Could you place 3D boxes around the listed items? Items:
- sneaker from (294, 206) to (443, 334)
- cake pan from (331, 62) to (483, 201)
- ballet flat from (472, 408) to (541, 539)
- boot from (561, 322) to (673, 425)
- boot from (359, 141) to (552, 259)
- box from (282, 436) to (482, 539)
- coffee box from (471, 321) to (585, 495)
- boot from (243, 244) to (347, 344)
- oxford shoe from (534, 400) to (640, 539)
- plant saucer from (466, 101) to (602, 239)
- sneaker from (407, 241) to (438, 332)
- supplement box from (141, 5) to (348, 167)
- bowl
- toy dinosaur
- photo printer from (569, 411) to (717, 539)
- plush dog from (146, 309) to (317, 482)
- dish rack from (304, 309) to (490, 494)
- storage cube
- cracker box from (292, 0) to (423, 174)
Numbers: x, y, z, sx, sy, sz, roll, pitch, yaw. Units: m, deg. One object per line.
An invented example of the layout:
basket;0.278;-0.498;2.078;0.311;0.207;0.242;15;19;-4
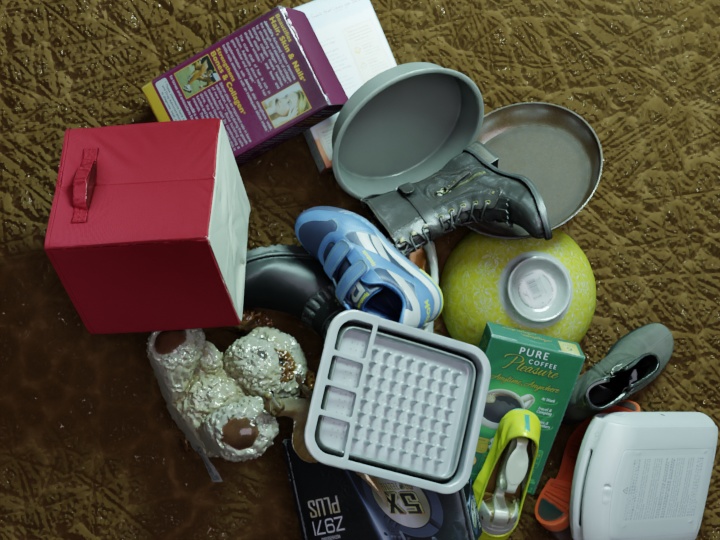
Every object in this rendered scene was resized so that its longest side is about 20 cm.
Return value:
sneaker;0.000;0.000;1.644;0.200;0.074;0.082;36;39;12
cake pan;0.051;-0.168;1.709;0.200;0.200;0.037;-23;51;-11
ballet flat;0.170;0.259;1.705;0.067;0.067;0.200;11;113;-9
boot;0.333;0.123;1.747;0.200;0.131;0.068;-33;88;-23
boot;0.112;-0.060;1.687;0.174;0.200;0.069;-30;133;-13
box;0.026;0.255;1.684;0.200;0.086;0.164;-12;87;11
coffee box;0.181;0.167;1.727;0.123;0.044;0.200;12;112;-8
boot;-0.059;0.050;1.680;0.211;0.079;0.158;-4;53;-18
oxford shoe;0.290;0.250;1.781;0.200;0.071;0.073;-51;128;-17
plant saucer;0.200;-0.118;1.764;0.200;0.032;0.200;-8;58;14
sneaker;0.056;0.048;1.743;0.076;0.081;0.200;-1;86;-11
supplement box;-0.134;-0.206;1.690;0.200;0.103;0.131;-26;89;15
bowl;0.205;0.026;1.756;0.200;0.108;0.201;1;84;-9
toy dinosaur;-0.032;0.178;1.619;0.200;0.058;0.101;41;67;-20
photo printer;0.334;0.251;1.724;0.200;0.069;0.167;4;99;-38
plush dog;-0.137;0.136;1.683;0.172;0.161;0.200;-31;65;-24
dish rack;0.038;0.148;1.589;0.200;0.044;0.172;17;76;-17
storage cube;-0.229;-0.047;1.600;0.179;0.200;0.171;-4;55;8
cracker box;-0.024;-0.236;1.768;0.134;0.058;0.200;-22;90;-11
